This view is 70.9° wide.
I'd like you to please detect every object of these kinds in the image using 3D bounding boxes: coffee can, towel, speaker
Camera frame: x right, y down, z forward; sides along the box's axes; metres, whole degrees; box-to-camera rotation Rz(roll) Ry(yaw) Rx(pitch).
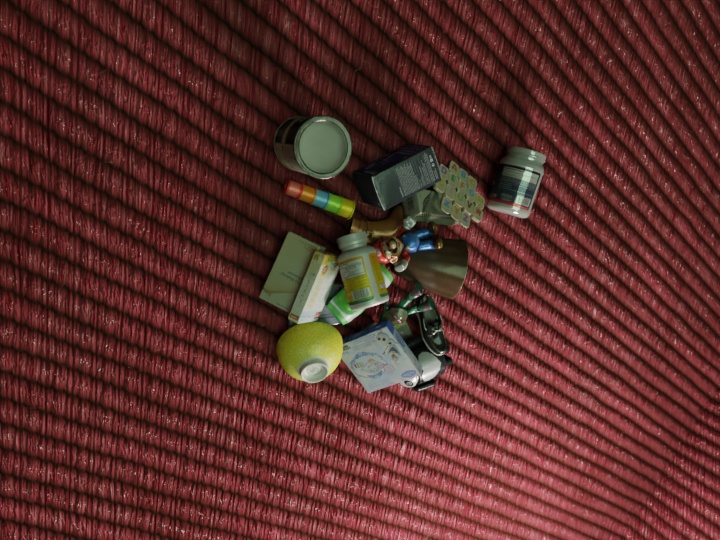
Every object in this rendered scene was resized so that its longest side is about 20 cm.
[{"bbox_3d":[-0.126,-0.315,1.279,0.146,0.200,0.147,-7,107,-23],"label":"coffee can"},{"bbox_3d":[0.071,0.221,1.622,0.200,0.023,0.144,-30,115,-14],"label":"towel"},{"bbox_3d":[0.000,0.065,1.472,0.200,0.088,0.089,-42,117,-8],"label":"speaker"}]

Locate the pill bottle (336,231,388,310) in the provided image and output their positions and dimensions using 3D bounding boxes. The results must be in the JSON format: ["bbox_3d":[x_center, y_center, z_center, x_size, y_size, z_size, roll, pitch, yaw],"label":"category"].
[{"bbox_3d":[0.000,0.000,1.377,0.112,0.113,0.201,-16,89,-19],"label":"pill bottle"}]

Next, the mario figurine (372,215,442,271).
[{"bbox_3d":[0.128,-0.075,1.421,0.199,0.124,0.106,-18,130,-6],"label":"mario figurine"}]

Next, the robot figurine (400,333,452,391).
[{"bbox_3d":[0.199,0.300,1.643,0.199,0.151,0.125,-18,153,-19],"label":"robot figurine"}]

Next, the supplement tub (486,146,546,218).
[{"bbox_3d":[0.494,-0.277,1.600,0.140,0.140,0.201,13,99,-26],"label":"supplement tub"}]

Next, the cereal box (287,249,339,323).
[{"bbox_3d":[-0.121,0.046,1.391,0.039,0.144,0.201,25,94,16],"label":"cereal box"}]

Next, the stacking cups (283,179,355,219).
[{"bbox_3d":[-0.114,-0.195,1.399,0.199,0.060,0.061,14,99,-26],"label":"stacking cups"}]

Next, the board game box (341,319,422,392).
[{"bbox_3d":[0.053,0.266,1.541,0.200,0.043,0.199,-25,110,27],"label":"board game box"}]

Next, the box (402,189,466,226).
[{"bbox_3d":[0.222,-0.187,1.509,0.199,0.068,0.083,1,74,-37],"label":"box"}]

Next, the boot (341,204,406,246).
[{"bbox_3d":[0.039,-0.126,1.481,0.154,0.074,0.201,24,92,-25],"label":"boot"}]

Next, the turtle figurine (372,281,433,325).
[{"bbox_3d":[0.111,0.117,1.526,0.199,0.101,0.150,-26,137,21],"label":"turtle figurine"}]

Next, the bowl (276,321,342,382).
[{"bbox_3d":[-0.140,0.256,1.454,0.199,0.108,0.201,-7,128,-10],"label":"bowl"}]

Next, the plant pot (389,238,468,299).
[{"bbox_3d":[0.197,-0.023,1.537,0.199,0.187,0.188,12,100,-10],"label":"plant pot"}]

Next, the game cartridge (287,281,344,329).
[{"bbox_3d":[-0.118,0.100,1.496,0.199,0.040,0.134,-6,111,-23],"label":"game cartridge"}]

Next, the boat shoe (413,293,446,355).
[{"bbox_3d":[0.229,0.169,1.603,0.074,0.060,0.201,-11,76,-23],"label":"boat shoe"}]

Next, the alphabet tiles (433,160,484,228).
[{"bbox_3d":[0.302,-0.233,1.534,0.200,0.015,0.196,32,56,-23],"label":"alphabet tiles"}]

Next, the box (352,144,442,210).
[{"bbox_3d":[0.101,-0.266,1.424,0.200,0.148,0.105,-29,114,-14],"label":"box"}]

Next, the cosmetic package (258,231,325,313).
[{"bbox_3d":[-0.187,0.005,1.394,0.103,0.073,0.201,25,93,8],"label":"cosmetic package"}]
